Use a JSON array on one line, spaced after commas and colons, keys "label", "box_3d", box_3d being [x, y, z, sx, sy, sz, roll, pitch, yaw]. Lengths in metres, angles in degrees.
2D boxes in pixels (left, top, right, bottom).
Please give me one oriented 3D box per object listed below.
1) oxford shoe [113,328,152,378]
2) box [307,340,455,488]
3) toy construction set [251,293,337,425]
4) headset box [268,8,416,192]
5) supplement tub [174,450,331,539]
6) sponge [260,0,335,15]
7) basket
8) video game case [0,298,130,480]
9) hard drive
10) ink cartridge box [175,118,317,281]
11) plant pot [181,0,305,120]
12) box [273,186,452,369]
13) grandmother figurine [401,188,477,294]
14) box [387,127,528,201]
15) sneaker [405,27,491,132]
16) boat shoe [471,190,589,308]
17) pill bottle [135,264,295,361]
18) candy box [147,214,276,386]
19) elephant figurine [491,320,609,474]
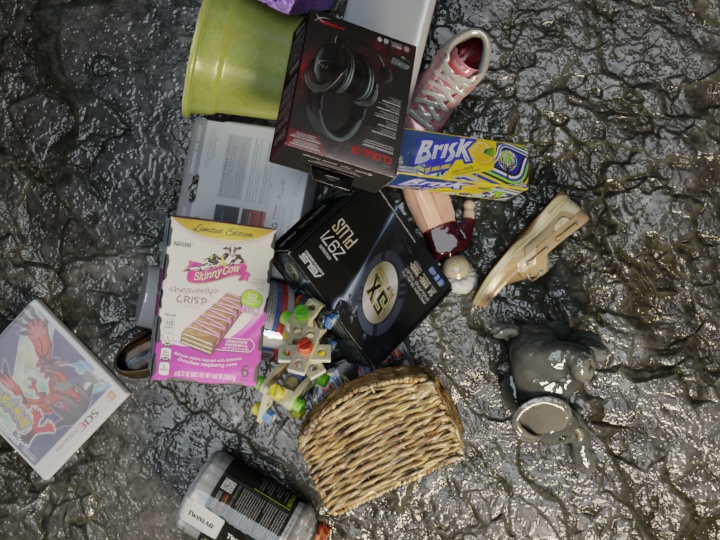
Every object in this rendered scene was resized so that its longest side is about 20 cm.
[{"label": "oxford shoe", "box_3d": [-0.261, 0.095, 1.268, 0.199, 0.084, 0.073, -34, 84, -1]}, {"label": "box", "box_3d": [0.026, 0.210, 1.270, 0.159, 0.044, 0.202, -23, 90, 4]}, {"label": "toy construction set", "box_3d": [-0.080, 0.111, 1.119, 0.092, 0.200, 0.131, 37, 60, 7]}, {"label": "headset box", "box_3d": [-0.023, -0.198, 1.108, 0.148, 0.077, 0.202, 15, 74, -19]}, {"label": "supplement tub", "box_3d": [-0.148, 0.352, 1.248, 0.199, 0.123, 0.123, 30, 93, 4]}, {"label": "sponge", "box_3d": [-0.108, -0.381, 1.188, 0.111, 0.200, 0.030, 30, 112, 4]}, {"label": "basket", "box_3d": [0.023, 0.203, 1.171, 0.199, 0.149, 0.144, -26, 93, 6]}, {"label": "video game case", "box_3d": [-0.471, 0.176, 1.318, 0.200, 0.023, 0.182, 45, 94, 2]}, {"label": "hard drive", "box_3d": [0.031, -0.328, 1.240, 0.131, 0.027, 0.202, 16, 94, 30]}, {"label": "ink cartridge box", "box_3d": [-0.158, -0.097, 1.245, 0.174, 0.084, 0.202, 10, 85, 7]}, {"label": "plant pot", "box_3d": [-0.129, -0.284, 1.209, 0.182, 0.200, 0.202, 13, 93, -7]}, {"label": "box", "box_3d": [0.000, 0.000, 1.188, 0.164, 0.086, 0.201, -42, 109, -21]}, {"label": "grandmother figurine", "box_3d": [0.108, -0.060, 1.251, 0.120, 0.061, 0.202, -24, 87, 13]}, {"label": "box", "box_3d": [0.124, -0.142, 1.202, 0.198, 0.070, 0.065, 4, 79, -19]}, {"label": "sneaker", "box_3d": [0.109, -0.251, 1.221, 0.075, 0.105, 0.201, 38, 94, -3]}, {"label": "boat shoe", "box_3d": [0.234, -0.018, 1.235, 0.064, 0.071, 0.200, 42, 93, 3]}, {"label": "pill bottle", "box_3d": [-0.196, 0.052, 1.203, 0.198, 0.112, 0.113, 14, 93, -19]}, {"label": "candy box", "box_3d": [-0.186, 0.038, 1.114, 0.135, 0.061, 0.202, 6, 93, -18]}, {"label": "elephant figurine", "box_3d": [0.254, 0.179, 1.218, 0.154, 0.141, 0.202, 23, 111, 32]}]
